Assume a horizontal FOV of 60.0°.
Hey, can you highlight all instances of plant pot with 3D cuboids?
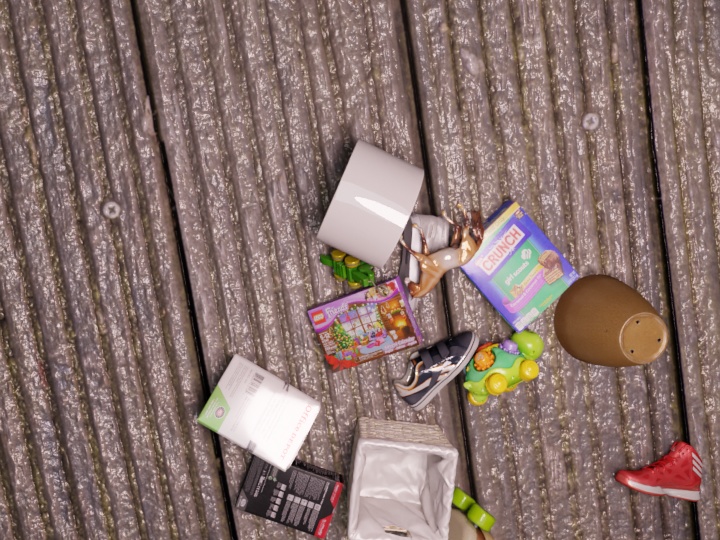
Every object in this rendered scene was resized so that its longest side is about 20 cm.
[{"bbox_3d":[0.503,0.113,1.215,0.183,0.200,0.190,0,96,-4],"label":"plant pot"}]

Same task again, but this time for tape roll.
[{"bbox_3d":[0.017,-0.124,1.164,0.137,0.203,0.205,24,94,-5],"label":"tape roll"}]

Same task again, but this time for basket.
[{"bbox_3d":[0.075,0.415,1.238,0.194,0.161,0.204,7,94,-4],"label":"basket"}]

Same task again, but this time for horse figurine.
[{"bbox_3d":[0.160,-0.042,1.187,0.198,0.050,0.134,-26,98,-4],"label":"horse figurine"}]

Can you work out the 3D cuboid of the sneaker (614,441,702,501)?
[{"bbox_3d":[0.634,0.412,1.321,0.197,0.078,0.118,13,86,-16],"label":"sneaker"}]

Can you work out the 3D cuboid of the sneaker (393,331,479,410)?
[{"bbox_3d":[0.151,0.188,1.262,0.079,0.078,0.200,42,93,-11],"label":"sneaker"}]

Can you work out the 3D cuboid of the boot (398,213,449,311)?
[{"bbox_3d":[0.133,-0.011,1.248,0.094,0.074,0.204,0,106,-17],"label":"boot"}]

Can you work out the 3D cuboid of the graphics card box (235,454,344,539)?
[{"bbox_3d":[-0.145,0.456,1.285,0.197,0.051,0.127,20,93,-6],"label":"graphics card box"}]

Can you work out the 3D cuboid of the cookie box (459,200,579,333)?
[{"bbox_3d":[0.307,-0.009,1.254,0.171,0.075,0.200,-43,95,3],"label":"cookie box"}]

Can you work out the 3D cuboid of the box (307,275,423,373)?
[{"bbox_3d":[0.009,0.109,1.237,0.197,0.039,0.139,-21,95,19],"label":"box"}]

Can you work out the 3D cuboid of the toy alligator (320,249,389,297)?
[{"bbox_3d":[0.000,0.000,1.212,0.054,0.199,0.060,-31,129,-33],"label":"toy alligator"}]

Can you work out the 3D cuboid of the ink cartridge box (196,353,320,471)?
[{"bbox_3d":[-0.199,0.279,1.229,0.198,0.084,0.147,31,73,-5],"label":"ink cartridge box"}]

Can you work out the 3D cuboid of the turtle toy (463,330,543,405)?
[{"bbox_3d":[0.288,0.188,1.250,0.197,0.146,0.102,-19,72,-19],"label":"turtle toy"}]

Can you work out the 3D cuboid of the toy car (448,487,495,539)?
[{"bbox_3d":[0.240,0.581,1.278,0.199,0.158,0.165,39,82,-17],"label":"toy car"}]
